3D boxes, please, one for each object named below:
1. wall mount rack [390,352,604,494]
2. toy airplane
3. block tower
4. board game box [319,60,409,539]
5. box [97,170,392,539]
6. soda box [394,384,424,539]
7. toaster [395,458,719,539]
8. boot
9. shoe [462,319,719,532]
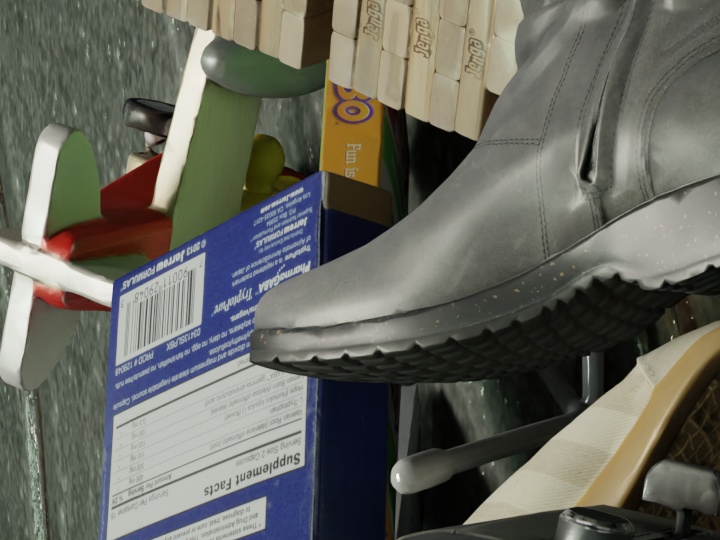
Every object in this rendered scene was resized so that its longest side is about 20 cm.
[{"bbox_3d":[0.042,0.100,0.851,0.174,0.074,0.202,-102,11,-81],"label":"wall mount rack"},{"bbox_3d":[-0.057,-0.007,1.071,0.201,0.140,0.200,89,-161,-56],"label":"toy airplane"},{"bbox_3d":[0.009,-0.088,0.851,0.199,0.054,0.058,27,123,33],"label":"block tower"},{"bbox_3d":[0.000,0.000,0.948,0.096,0.030,0.201,82,-170,-48],"label":"board game box"},{"bbox_3d":[-0.039,0.083,0.836,0.121,0.032,0.201,-25,56,49],"label":"box"},{"bbox_3d":[-0.018,0.116,0.966,0.200,0.068,0.064,-79,-12,-60],"label":"soda box"},{"bbox_3d":[0.053,0.147,0.650,0.113,0.129,0.202,12,100,25],"label":"toaster"},{"bbox_3d":[0.051,-0.047,0.750,0.199,0.070,0.133,-17,75,29],"label":"boot"},{"bbox_3d":[0.055,0.093,0.749,0.200,0.070,0.053,-50,22,1],"label":"shoe"}]
